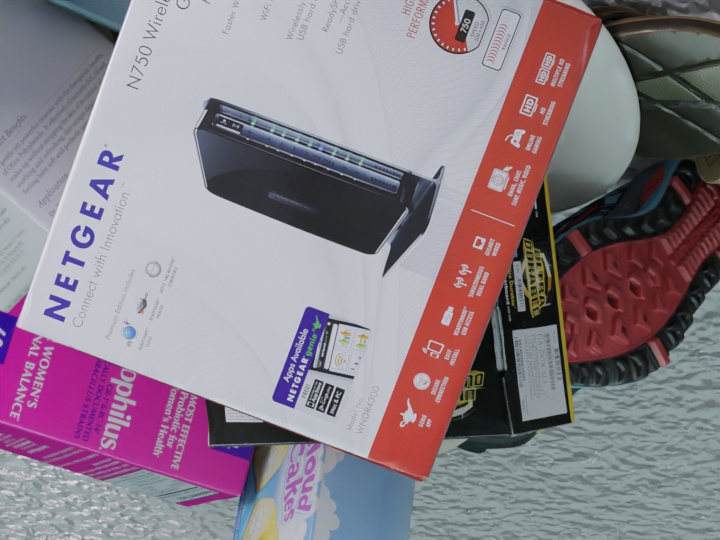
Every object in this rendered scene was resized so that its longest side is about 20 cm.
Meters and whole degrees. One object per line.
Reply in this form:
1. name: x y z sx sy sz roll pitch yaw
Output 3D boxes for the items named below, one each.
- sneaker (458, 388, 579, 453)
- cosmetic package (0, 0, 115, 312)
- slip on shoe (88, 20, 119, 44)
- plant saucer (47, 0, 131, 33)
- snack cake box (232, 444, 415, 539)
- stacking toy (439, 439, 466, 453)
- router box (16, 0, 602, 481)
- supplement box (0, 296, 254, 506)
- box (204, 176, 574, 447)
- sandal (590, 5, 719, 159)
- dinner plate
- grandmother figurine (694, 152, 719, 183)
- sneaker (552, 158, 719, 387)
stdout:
1. sneaker: 0.094 0.066 1.101 0.085 0.075 0.200 19 156 -28
2. cosmetic package: -0.192 -0.093 0.798 0.200 0.108 0.085 43 142 -9
3. slip on shoe: -0.118 -0.092 0.897 0.076 0.061 0.200 21 145 44
4. plant saucer: -0.161 -0.161 0.780 0.200 0.070 0.019 23 158 -24
5. snack cake box: -0.021 0.130 1.093 0.067 0.200 0.115 22 146 -21
6. stacking toy: -0.021 0.023 1.028 0.200 0.146 0.146 7 155 41
7. router box: -0.021 -0.039 0.725 0.179 0.200 0.049 20 -173 -1
8. supplement box: -0.167 0.070 1.105 0.200 0.101 0.103 20 162 -21
9. box: 0.000 0.000 0.835 0.200 0.160 0.049 -8 180 43
10. sandal: 0.116 -0.092 0.850 0.082 0.055 0.200 44 150 -26
11. dinner plate: 0.034 -0.088 0.843 0.200 0.024 0.200 21 148 14
12. grandmother figurine: 0.257 -0.038 0.882 0.200 0.061 0.121 20 132 -28
13. sneaker: 0.123 0.008 0.889 0.096 0.200 0.079 -26 95 50
